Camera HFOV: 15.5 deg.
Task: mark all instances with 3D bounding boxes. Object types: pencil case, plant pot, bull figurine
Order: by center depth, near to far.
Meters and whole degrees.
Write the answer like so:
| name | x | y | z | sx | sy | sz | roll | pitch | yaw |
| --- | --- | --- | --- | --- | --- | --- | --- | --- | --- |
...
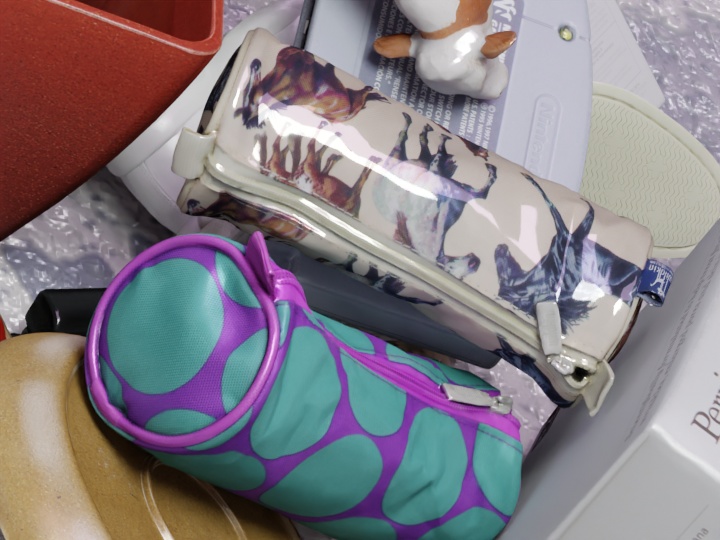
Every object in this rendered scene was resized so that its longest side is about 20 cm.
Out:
| name | x | y | z | sx | sy | sz | roll | pitch | yaw |
| --- | --- | --- | --- | --- | --- | --- | --- | --- | --- |
| plant pot | -0.067 | 0.101 | 0.982 | 0.200 | 0.027 | 0.200 | 47 | 18 | -21 |
| pencil case | -0.016 | 0.052 | 1.015 | 0.200 | 0.092 | 0.085 | 29 | 30 | -54 |
| pencil case | 0.021 | -0.020 | 1.039 | 0.199 | 0.078 | 0.090 | 27 | 22 | -9 |
| plant pot | -0.180 | -0.124 | 1.077 | 0.199 | 0.176 | 0.200 | 18 | 43 | -19 |
| bull figurine | 0.015 | -0.167 | 1.102 | 0.200 | 0.065 | 0.121 | 50 | 43 | -12 |

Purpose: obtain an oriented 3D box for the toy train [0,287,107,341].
| name | x | y | z | sx | sy | sz | roll | pitch | yaw |
| --- | --- | --- | --- | --- | --- | --- | --- | --- | --- |
| toy train | -0.166 | 0.028 | 1.038 | 0.199 | 0.046 | 0.034 | -3 | 53 | -37 |

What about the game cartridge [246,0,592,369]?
| name | x | y | z | sx | sy | sz | roll | pitch | yaw |
| --- | --- | --- | --- | --- | --- | --- | --- | --- | --- |
| game cartridge | 0.031 | -0.061 | 1.129 | 0.133 | 0.041 | 0.201 | 17 | 63 | -9 |

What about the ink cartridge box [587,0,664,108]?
| name | x | y | z | sx | sy | sz | roll | pitch | yaw |
| --- | --- | --- | --- | --- | --- | --- | --- | --- | --- |
| ink cartridge box | 0.067 | -0.140 | 1.295 | 0.201 | 0.059 | 0.104 | 62 | 37 | -13 |

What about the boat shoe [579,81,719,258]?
| name | x | y | z | sx | sy | sz | roll | pitch | yaw |
| --- | --- | --- | --- | --- | --- | --- | --- | --- | --- |
| boat shoe | 0.082 | -0.065 | 1.225 | 0.199 | 0.072 | 0.068 | 21 | 11 | -18 |

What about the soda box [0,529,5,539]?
| name | x | y | z | sx | sy | sz | roll | pitch | yaw |
| --- | --- | --- | --- | --- | --- | --- | --- | --- | --- |
| soda box | -0.131 | 0.126 | 0.953 | 0.068 | 0.063 | 0.200 | -1 | 52 | -38 |

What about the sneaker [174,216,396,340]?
| name | x | y | z | sx | sy | sz | roll | pitch | yaw |
| --- | --- | --- | --- | --- | --- | --- | --- | --- | --- |
| sneaker | 0.000 | 0.000 | 1.145 | 0.199 | 0.075 | 0.081 | -11 | 25 | -40 |

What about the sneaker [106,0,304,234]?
| name | x | y | z | sx | sy | sz | roll | pitch | yaw |
| --- | --- | --- | --- | --- | --- | --- | --- | --- | --- |
| sneaker | -0.043 | -0.069 | 1.218 | 0.089 | 0.075 | 0.200 | 52 | 42 | -5 |

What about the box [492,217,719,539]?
| name | x | y | z | sx | sy | sz | roll | pitch | yaw |
| --- | --- | --- | --- | --- | --- | --- | --- | --- | --- |
| box | 0.141 | 0.102 | 1.065 | 0.131 | 0.200 | 0.199 | 35 | 40 | -1 |
